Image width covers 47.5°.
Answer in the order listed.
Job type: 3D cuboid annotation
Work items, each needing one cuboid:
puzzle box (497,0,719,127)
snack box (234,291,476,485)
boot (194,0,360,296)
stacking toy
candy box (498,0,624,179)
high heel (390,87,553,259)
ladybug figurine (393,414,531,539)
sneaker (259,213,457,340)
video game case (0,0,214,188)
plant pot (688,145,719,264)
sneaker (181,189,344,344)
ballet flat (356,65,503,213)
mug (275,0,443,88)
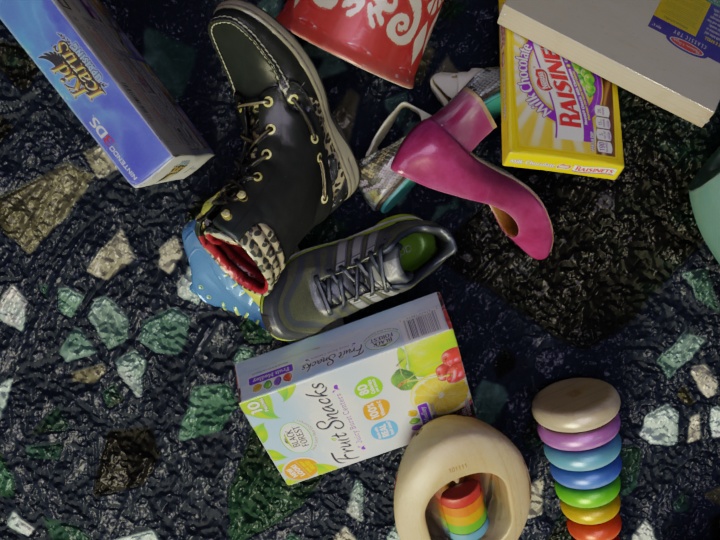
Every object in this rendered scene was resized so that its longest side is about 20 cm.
[{"bbox_3d":[0.233,-0.222,0.712,0.198,0.026,0.134,30,66,7],"label":"puzzle box"},{"bbox_3d":[0.000,0.114,0.762,0.197,0.053,0.143,-19,132,2],"label":"snack box"},{"bbox_3d":[-0.087,-0.097,0.673,0.155,0.073,0.205,-56,130,-32],"label":"boot"},{"bbox_3d":[0.226,0.213,0.806,0.084,0.085,0.203,-14,105,1],"label":"stacking toy"},{"bbox_3d":[0.172,-0.178,0.715,0.100,0.026,0.204,4,67,-4],"label":"candy box"},{"bbox_3d":[0.104,-0.059,0.734,0.096,0.067,0.201,-42,131,-5],"label":"high heel"},{"bbox_3d":[0.092,0.212,0.779,0.133,0.072,0.203,-17,125,-8],"label":"ladybug figurine"},{"bbox_3d":[0.000,0.000,0.726,0.198,0.081,0.075,-30,101,-25],"label":"sneaker"},{"bbox_3d":[-0.213,-0.164,0.686,0.045,0.181,0.201,-36,97,6],"label":"video game case"},{"bbox_3d":[0.388,-0.062,0.709,0.161,0.201,0.201,44,96,4],"label":"plant pot"},{"bbox_3d":[-0.096,0.017,0.781,0.104,0.076,0.202,-20,110,31],"label":"sneaker"},{"bbox_3d":[0.072,-0.140,0.754,0.200,0.072,0.072,-40,97,4],"label":"ballet flat"},{"bbox_3d":[0.008,-0.284,0.684,0.175,0.134,0.202,26,106,1],"label":"mug"}]
